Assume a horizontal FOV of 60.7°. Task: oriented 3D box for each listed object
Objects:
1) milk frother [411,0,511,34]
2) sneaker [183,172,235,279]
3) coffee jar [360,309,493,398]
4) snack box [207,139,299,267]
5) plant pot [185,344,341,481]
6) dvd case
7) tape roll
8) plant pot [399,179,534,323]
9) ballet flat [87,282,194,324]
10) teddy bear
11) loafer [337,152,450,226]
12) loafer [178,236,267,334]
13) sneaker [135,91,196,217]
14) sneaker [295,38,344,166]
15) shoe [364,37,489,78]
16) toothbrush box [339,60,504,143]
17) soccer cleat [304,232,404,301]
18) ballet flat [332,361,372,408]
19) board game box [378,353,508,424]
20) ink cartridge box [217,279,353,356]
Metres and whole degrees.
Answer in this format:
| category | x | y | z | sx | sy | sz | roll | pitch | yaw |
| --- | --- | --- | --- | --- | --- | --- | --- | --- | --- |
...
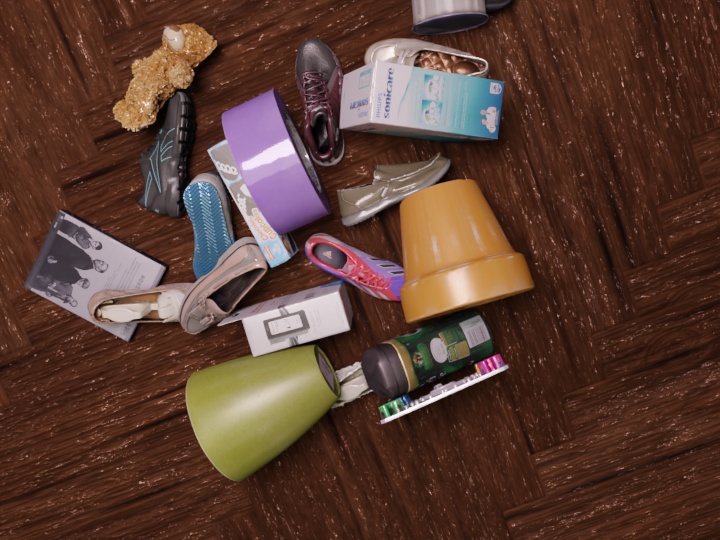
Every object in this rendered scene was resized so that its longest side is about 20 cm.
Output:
| category | x | y | z | sx | sy | sz | roll | pitch | yaw |
| --- | --- | --- | --- | --- | --- | --- | --- | --- | --- |
| milk frother | 0.156 | -0.459 | 0.872 | 0.180 | 0.200 | 0.189 | -8 | 98 | -1 |
| sneaker | -0.236 | -0.061 | 1.004 | 0.076 | 0.081 | 0.201 | 0 | 118 | 0 |
| coffee jar | 0.103 | 0.133 | 0.973 | 0.199 | 0.104 | 0.086 | -19 | 87 | -19 |
| snack box | -0.164 | -0.106 | 0.971 | 0.037 | 0.116 | 0.201 | -27 | 97 | 5 |
| plant pot | -0.140 | 0.202 | 0.978 | 0.200 | 0.187 | 0.188 | -28 | 97 | 6 |
| dvd case | -0.447 | 0.010 | 1.041 | 0.200 | 0.025 | 0.151 | 29 | 98 | -4 |
| tape roll | -0.122 | -0.160 | 0.920 | 0.085 | 0.200 | 0.201 | -23 | 97 | 4 |
| plant pot | 0.143 | -0.033 | 0.948 | 0.199 | 0.200 | 0.184 | -16 | 83 | 4 |
| ballet flat | -0.342 | 0.062 | 1.006 | 0.199 | 0.067 | 0.068 | -6 | 107 | -11 |
| teddy bear | -0.311 | -0.302 | 0.946 | 0.200 | 0.145 | 0.067 | -41 | 130 | 12 |
| loafer | 0.049 | -0.141 | 0.981 | 0.199 | 0.075 | 0.070 | -27 | 97 | 2 |
| loafer | -0.218 | 0.036 | 0.966 | 0.200 | 0.072 | 0.063 | -48 | 52 | 19 |
| sneaker | -0.314 | -0.187 | 0.985 | 0.079 | 0.075 | 0.201 | 10 | 98 | 2 |
| sneaker | -0.060 | -0.263 | 0.946 | 0.075 | 0.116 | 0.201 | -9 | 98 | 3 |
| shoe | 0.105 | -0.327 | 0.964 | 0.199 | 0.053 | 0.070 | 8 | 98 | 0 |
| toothbrush box | 0.085 | -0.241 | 0.903 | 0.199 | 0.146 | 0.086 | 2 | 99 | -18 |
| soccer cleat | 0.000 | 0.000 | 1.004 | 0.199 | 0.073 | 0.068 | 26 | 98 | -2 |
| ballet flat | 0.020 | 0.181 | 1.035 | 0.199 | 0.072 | 0.072 | -28 | 97 | 4 |
| board game box | 0.130 | 0.184 | 0.970 | 0.199 | 0.200 | 0.026 | -24 | 78 | 4 |
| ink cartridge box | -0.117 | 0.080 | 0.997 | 0.199 | 0.116 | 0.068 | -15 | 97 | 4 |
